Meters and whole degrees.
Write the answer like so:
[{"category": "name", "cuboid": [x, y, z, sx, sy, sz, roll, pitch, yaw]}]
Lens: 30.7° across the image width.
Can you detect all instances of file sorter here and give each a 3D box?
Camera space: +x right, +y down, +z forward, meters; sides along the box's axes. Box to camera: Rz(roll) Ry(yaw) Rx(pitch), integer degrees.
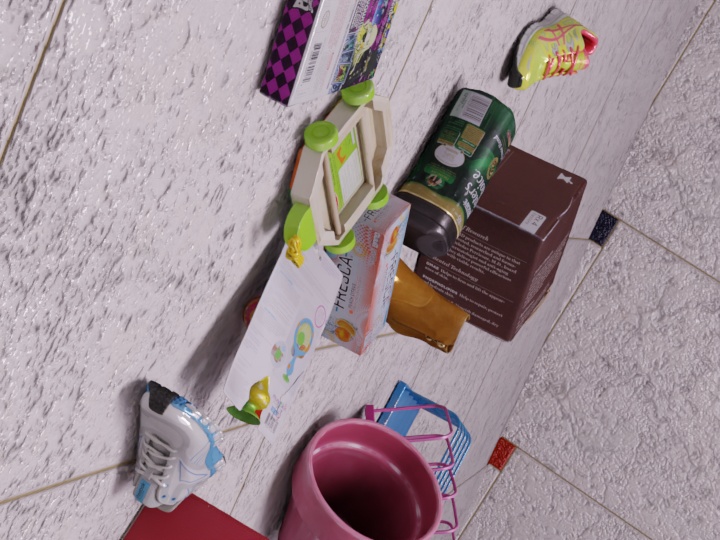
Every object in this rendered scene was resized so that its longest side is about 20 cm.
[{"category": "file sorter", "cuboid": [0.074, 0.308, 1.890, 0.139, 0.125, 0.201, -92, 178, -75]}, {"category": "file sorter", "cuboid": [0.097, 0.284, 2.129, 0.139, 0.122, 0.200, -61, 164, -8]}]

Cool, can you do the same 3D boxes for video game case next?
[{"category": "video game case", "cuboid": [-0.006, -0.248, 1.118, 0.181, 0.036, 0.201, -33, 146, -61]}]

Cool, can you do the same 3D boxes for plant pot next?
[{"category": "plant pot", "cuboid": [-0.017, 0.327, 1.742, 0.200, 0.200, 0.179, -44, 171, -50]}]

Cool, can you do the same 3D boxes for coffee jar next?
[{"category": "coffee jar", "cuboid": [0.112, -0.117, 1.612, 0.201, 0.085, 0.104, -59, 164, -14]}]

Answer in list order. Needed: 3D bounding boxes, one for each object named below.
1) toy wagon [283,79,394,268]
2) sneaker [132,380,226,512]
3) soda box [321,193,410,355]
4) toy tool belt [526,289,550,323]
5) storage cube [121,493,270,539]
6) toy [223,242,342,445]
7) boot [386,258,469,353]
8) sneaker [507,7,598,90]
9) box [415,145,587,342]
[{"category": "toy wagon", "cuboid": [-0.026, -0.087, 1.272, 0.200, 0.039, 0.156, -54, 151, -32]}, {"category": "sneaker", "cuboid": [-0.173, 0.171, 1.187, 0.087, 0.075, 0.200, -51, 160, -21]}, {"category": "soda box", "cuboid": [0.000, 0.000, 1.468, 0.064, 0.068, 0.201, -49, 160, -42]}, {"category": "toy tool belt", "cuboid": [0.277, 0.000, 2.263, 0.201, 0.124, 0.123, -59, 172, -17]}, {"category": "storage cube", "cuboid": [-0.157, 0.344, 1.308, 0.200, 0.179, 0.171, -57, 163, -18]}, {"category": "toy", "cuboid": [-0.087, 0.057, 1.293, 0.115, 0.047, 0.201, 56, 45, -49]}, {"category": "boot", "cuboid": [0.065, 0.022, 1.573, 0.071, 0.144, 0.201, -57, 163, -23]}, {"category": "sneaker", "cuboid": [0.273, -0.302, 1.825, 0.200, 0.090, 0.078, -46, 159, -43]}, {"category": "box", "cuboid": [0.192, -0.045, 1.836, 0.166, 0.164, 0.201, -46, 156, -45]}]
